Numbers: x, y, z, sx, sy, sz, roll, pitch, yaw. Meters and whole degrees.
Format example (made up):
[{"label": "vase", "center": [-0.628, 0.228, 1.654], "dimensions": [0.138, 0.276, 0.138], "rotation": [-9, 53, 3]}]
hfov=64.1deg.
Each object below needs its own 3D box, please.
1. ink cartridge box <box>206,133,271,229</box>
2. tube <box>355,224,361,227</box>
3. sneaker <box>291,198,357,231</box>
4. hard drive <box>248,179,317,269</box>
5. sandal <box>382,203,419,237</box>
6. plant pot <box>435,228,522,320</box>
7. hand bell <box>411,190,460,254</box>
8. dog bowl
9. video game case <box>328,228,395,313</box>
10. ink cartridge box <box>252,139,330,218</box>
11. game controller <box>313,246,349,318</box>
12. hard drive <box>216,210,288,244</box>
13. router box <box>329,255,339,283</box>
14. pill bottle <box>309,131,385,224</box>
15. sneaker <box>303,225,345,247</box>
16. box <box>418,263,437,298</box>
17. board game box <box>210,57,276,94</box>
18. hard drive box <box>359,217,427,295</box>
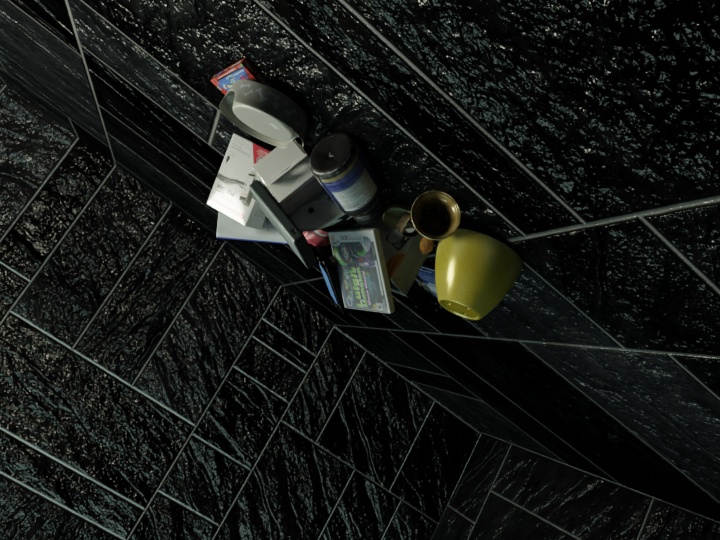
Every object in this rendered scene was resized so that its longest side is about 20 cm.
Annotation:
[{"label": "ink cartridge box", "center": [-0.301, -0.233, 1.524], "dimensions": [0.144, 0.205, 0.083], "rotation": [26, -172, 18]}, {"label": "tube", "center": [-0.088, -0.166, 1.638], "dimensions": [0.195, 0.052, 0.077], "rotation": [18, 168, 31]}, {"label": "sneaker", "center": [-0.070, -0.128, 1.428], "dimensions": [0.112, 0.194, 0.075], "rotation": [75, 172, -67]}, {"label": "hard drive", "center": [-0.183, -0.110, 1.371], "dimensions": [0.201, 0.033, 0.140], "rotation": [50, 171, 26]}, {"label": "sandal", "center": [0.118, -0.108, 1.328], "dimensions": [0.079, 0.059, 0.198], "rotation": [37, 164, -36]}, {"label": "plant pot", "center": [0.240, 0.021, 1.266], "dimensions": [0.195, 0.146, 0.201], "rotation": [24, 166, 6]}, {"label": "hand bell", "center": [0.152, -0.079, 1.245], "dimensions": [0.102, 0.106, 0.201], "rotation": [29, 164, 10]}, {"label": "dog bowl", "center": [-0.201, -0.332, 1.228], "dimensions": [0.194, 0.060, 0.200], "rotation": [21, 173, 3]}, {"label": "video game case", "center": [0.000, 0.000, 1.413], "dimensions": [0.179, 0.023, 0.207], "rotation": [3, 110, 51]}, {"label": "ink cartridge box", "center": [-0.167, -0.214, 1.415], "dimensions": [0.126, 0.127, 0.201], "rotation": [49, 171, 20]}, {"label": "game controller", "center": [-0.078, 0.033, 1.523], "dimensions": [0.105, 0.041, 0.204], "rotation": [-116, 6, -55]}, {"label": "hard drive", "center": [-0.296, -0.127, 1.594], "dimensions": [0.193, 0.134, 0.026], "rotation": [5, 128, -14]}, {"label": "router box", "center": [0.004, -0.016, 1.634], "dimensions": [0.146, 0.200, 0.052], "rotation": [29, 126, 11]}, {"label": "pill bottle", "center": [-0.021, -0.192, 1.253], "dimensions": [0.110, 0.114, 0.200], "rotation": [21, 162, 37]}, {"label": "sneaker", "center": [-0.091, -0.101, 1.546], "dimensions": [0.198, 0.086, 0.075], "rotation": [7, -128, -61]}, {"label": "box", "center": [0.225, 0.034, 1.616], "dimensions": [0.119, 0.033, 0.200], "rotation": [19, 161, 44]}, {"label": "board game box", "center": [-0.257, -0.404, 1.268], "dimensions": [0.102, 0.020, 0.198], "rotation": [40, 164, -29]}, {"label": "hard drive box", "center": [0.065, -0.044, 1.464], "dimensions": [0.197, 0.159, 0.077], "rotation": [16, 160, 46]}]
